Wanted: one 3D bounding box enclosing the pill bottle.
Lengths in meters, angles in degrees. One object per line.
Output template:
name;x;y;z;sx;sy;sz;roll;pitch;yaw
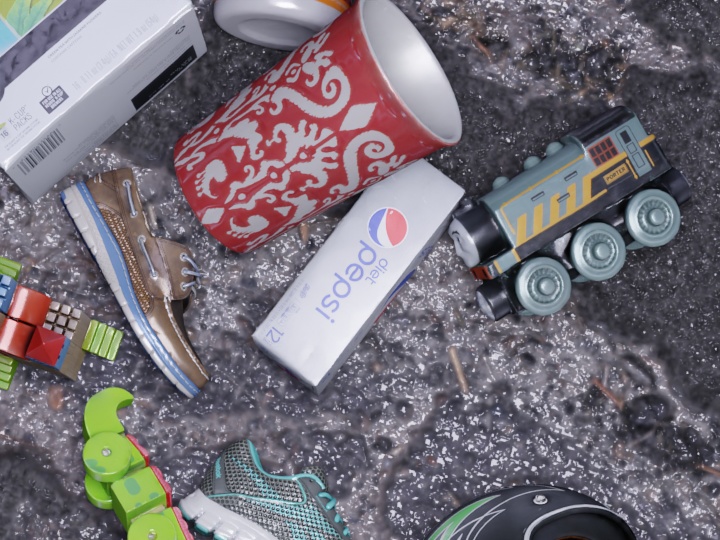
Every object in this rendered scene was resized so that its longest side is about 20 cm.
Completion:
pill bottle;-0.053;-0.291;1.475;0.112;0.113;0.202;8;81;1

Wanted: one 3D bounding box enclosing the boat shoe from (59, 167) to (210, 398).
boat shoe;-0.166;0.005;1.447;0.072;0.072;0.201;-30;82;-6

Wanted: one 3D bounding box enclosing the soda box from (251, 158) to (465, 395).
soda box;0.000;0.000;1.452;0.068;0.063;0.201;36;82;7

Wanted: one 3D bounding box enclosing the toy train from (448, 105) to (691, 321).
toy train;0.166;-0.044;1.441;0.199;0.085;0.115;-31;93;-7

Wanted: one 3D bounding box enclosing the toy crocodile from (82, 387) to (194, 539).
toy crocodile;-0.170;0.184;1.407;0.061;0.068;0.201;-23;63;-19

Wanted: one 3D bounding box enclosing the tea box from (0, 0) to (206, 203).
tea box;-0.261;-0.201;1.450;0.200;0.134;0.197;-42;82;-6

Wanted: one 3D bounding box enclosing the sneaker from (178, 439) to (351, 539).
sneaker;-0.041;0.201;1.417;0.199;0.078;0.092;28;78;3

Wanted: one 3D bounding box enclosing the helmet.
helmet;0.119;0.260;1.347;0.198;0.201;0.192;-6;47;-1

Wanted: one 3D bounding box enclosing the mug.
mug;-0.029;-0.108;1.428;0.199;0.177;0.134;-31;81;22

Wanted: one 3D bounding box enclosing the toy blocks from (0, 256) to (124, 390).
toy blocks;-0.294;0.032;1.410;0.198;0.137;0.101;19;81;3
